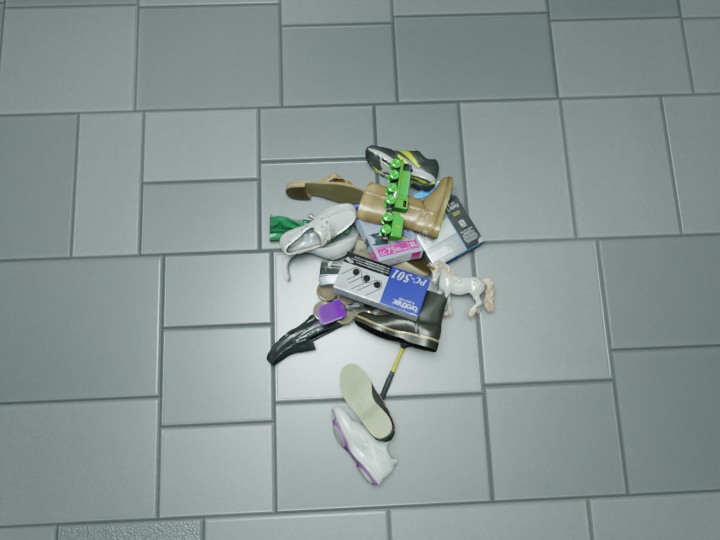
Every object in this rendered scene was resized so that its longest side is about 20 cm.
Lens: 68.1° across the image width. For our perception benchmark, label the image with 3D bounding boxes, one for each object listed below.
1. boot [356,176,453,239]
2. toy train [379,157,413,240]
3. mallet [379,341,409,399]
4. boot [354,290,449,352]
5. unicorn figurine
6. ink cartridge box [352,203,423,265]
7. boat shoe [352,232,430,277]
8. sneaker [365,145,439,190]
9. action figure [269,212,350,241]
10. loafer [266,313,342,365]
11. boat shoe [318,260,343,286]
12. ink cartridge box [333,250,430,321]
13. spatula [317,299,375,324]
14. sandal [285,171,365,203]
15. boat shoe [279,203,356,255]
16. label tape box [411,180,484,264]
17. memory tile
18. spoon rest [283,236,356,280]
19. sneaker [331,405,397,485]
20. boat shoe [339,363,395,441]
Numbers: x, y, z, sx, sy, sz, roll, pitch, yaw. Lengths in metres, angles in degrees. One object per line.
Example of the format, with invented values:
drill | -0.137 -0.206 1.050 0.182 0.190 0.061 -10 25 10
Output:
boot | 0.110 -0.176 1.275 0.200 0.066 0.175 18 67 5
toy train | 0.084 -0.165 1.225 0.056 0.042 0.200 11 78 -7
mallet | 0.083 0.235 1.286 0.041 0.066 0.200 23 95 13
boot | 0.098 0.095 1.236 0.200 0.077 0.139 18 74 7
unicorn figurine | 0.230 0.044 1.285 0.200 0.074 0.138 0 105 -18
ink cartridge box | 0.057 -0.105 1.295 0.119 0.042 0.200 -14 57 -19
boat shoe | 0.076 -0.027 1.319 0.200 0.072 0.065 25 121 3
sneaker | 0.108 -0.275 1.365 0.200 0.074 0.085 26 65 1
action figure | -0.124 -0.106 1.316 0.200 0.118 0.055 3 68 -9
loafer | -0.133 0.165 1.274 0.200 0.068 0.070 -37 75 -11
boat shoe | 0.000 0.000 1.266 0.200 0.072 0.071 -1 85 -11
ink cartridge box | 0.048 0.035 1.199 0.200 0.044 0.094 19 70 7
spatula | -0.004 0.087 1.261 0.200 0.021 0.057 -8 47 -19
sandal | -0.081 -0.221 1.343 0.211 0.078 0.070 3 61 9
boat shoe | -0.093 -0.088 1.248 0.200 0.069 0.071 -30 117 -1
label tape box | 0.192 -0.117 1.333 0.143 0.066 0.200 -29 83 -6
memory tile | -0.010 0.064 1.292 0.200 0.017 0.154 11 66 -8
spoon rest | -0.103 -0.043 1.304 0.200 0.099 0.061 -25 99 2
sneaker | 0.006 0.395 1.246 0.100 0.075 0.200 -32 81 -26
boat shoe | 0.013 0.308 1.239 0.074 0.063 0.201 -32 57 -5
